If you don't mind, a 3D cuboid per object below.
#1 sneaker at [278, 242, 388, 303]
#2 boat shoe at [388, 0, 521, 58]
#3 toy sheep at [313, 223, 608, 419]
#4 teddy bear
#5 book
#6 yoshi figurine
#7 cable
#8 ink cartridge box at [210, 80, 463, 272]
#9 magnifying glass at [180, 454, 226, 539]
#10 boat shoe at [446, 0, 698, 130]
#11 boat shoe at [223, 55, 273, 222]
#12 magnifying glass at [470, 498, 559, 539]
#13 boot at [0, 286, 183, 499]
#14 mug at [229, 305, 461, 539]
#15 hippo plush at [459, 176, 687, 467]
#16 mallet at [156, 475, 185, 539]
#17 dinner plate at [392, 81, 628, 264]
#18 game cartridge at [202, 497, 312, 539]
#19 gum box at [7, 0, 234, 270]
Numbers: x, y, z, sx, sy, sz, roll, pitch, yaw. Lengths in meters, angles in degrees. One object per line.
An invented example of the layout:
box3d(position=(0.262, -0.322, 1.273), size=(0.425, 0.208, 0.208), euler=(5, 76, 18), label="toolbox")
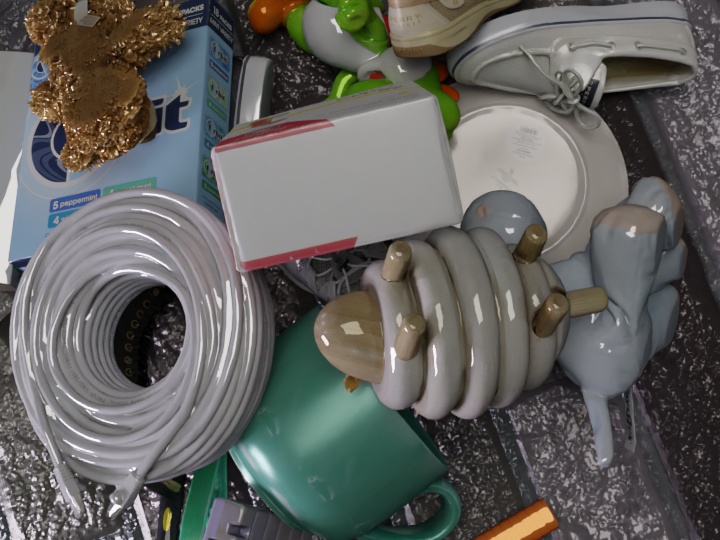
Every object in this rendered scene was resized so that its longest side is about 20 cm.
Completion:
box3d(position=(0.000, 0.000, 0.954), size=(0.200, 0.082, 0.075), euler=(39, 83, 11), label="sneaker")
box3d(position=(0.083, -0.231, 0.958), size=(0.071, 0.065, 0.200), euler=(1, 31, 31), label="boat shoe")
box3d(position=(0.068, 0.032, 0.793), size=(0.200, 0.138, 0.138), euler=(-3, 77, -11), label="toy sheep")
box3d(position=(-0.197, -0.158, 0.939), size=(0.145, 0.067, 0.200), euler=(-43, 50, -2), label="teddy bear")
box3d(position=(-0.342, -0.084, 1.020), size=(0.133, 0.048, 0.200), euler=(1, 76, 0), label="book")
box3d(position=(-0.012, -0.166, 0.978), size=(0.112, 0.112, 0.200), euler=(-46, 76, 7), label="yoshi figurine")
box3d(position=(-0.149, 0.046, 0.847), size=(0.200, 0.069, 0.200), euler=(-39, 68, 14), label="cable")
box3d(position=(-0.016, -0.071, 0.839), size=(0.145, 0.200, 0.084), euler=(-14, 101, 1), label="ink cartridge box")
box3d(position=(-0.112, 0.156, 0.932), size=(0.022, 0.080, 0.200), euler=(-2, 67, 7), label="magnifying glass")
box3d(position=(0.172, -0.155, 0.973), size=(0.202, 0.075, 0.086), euler=(-7, 66, -10), label="boat shoe")
box3d(position=(-0.115, -0.082, 0.986), size=(0.068, 0.072, 0.200), euler=(5, 75, 5), label="boat shoe")
box3d(position=(0.059, 0.234, 0.930), size=(0.200, 0.022, 0.080), euler=(-30, 77, -3), label="magnifying glass")
box3d(position=(-0.174, 0.064, 0.953), size=(0.138, 0.077, 0.200), euler=(-43, 74, -11), label="boot")
box3d(position=(-0.017, 0.131, 0.890), size=(0.114, 0.152, 0.185), euler=(-38, 75, 1), label="mug")
box3d(position=(0.146, 0.020, 0.921), size=(0.161, 0.159, 0.200), euler=(12, 96, 25), label="hippo plush")
box3d(position=(-0.160, 0.219, 0.945), size=(0.066, 0.041, 0.200), euler=(-5, 73, 5), label="mallet")
box3d(position=(0.116, -0.068, 0.992), size=(0.200, 0.024, 0.201), euler=(-1, 77, 3), label="dinner plate")
box3d(position=(-0.095, 0.269, 0.879), size=(0.038, 0.130, 0.200), euler=(12, 78, 21), label="game cartridge")
box3d(position=(-0.186, -0.104, 0.967), size=(0.170, 0.045, 0.200), euler=(-10, 66, 23), label="gum box")
